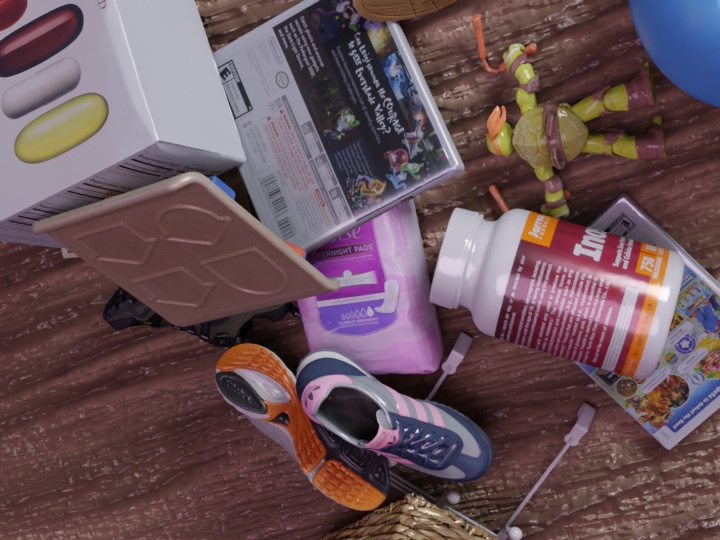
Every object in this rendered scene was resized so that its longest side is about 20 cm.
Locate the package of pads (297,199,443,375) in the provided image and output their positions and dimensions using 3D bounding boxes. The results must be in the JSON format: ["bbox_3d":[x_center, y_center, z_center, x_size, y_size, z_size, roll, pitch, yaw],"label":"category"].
[{"bbox_3d":[0.000,0.000,1.298,0.120,0.076,0.201,-8,106,17],"label":"package of pads"}]

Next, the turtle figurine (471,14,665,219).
[{"bbox_3d":[0.171,-0.129,1.218,0.160,0.064,0.201,-10,106,16],"label":"turtle figurine"}]

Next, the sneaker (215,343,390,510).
[{"bbox_3d":[-0.049,0.148,1.354,0.200,0.092,0.076,44,81,9],"label":"sneaker"}]

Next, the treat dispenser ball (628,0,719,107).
[{"bbox_3d":[0.302,-0.219,1.080,0.200,0.201,0.202,4,110,12],"label":"treat dispenser ball"}]

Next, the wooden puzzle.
[{"bbox_3d":[-0.142,-0.022,1.195,0.185,0.047,0.200,-13,146,36],"label":"wooden puzzle"}]

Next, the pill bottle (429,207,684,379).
[{"bbox_3d":[0.165,0.013,1.224,0.199,0.113,0.114,16,112,7],"label":"pill bottle"}]

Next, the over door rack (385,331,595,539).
[{"bbox_3d":[0.103,0.179,1.342,0.147,0.067,0.201,30,113,1],"label":"over door rack"}]

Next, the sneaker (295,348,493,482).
[{"bbox_3d":[0.031,0.144,1.264,0.199,0.082,0.070,26,107,-11],"label":"sneaker"}]

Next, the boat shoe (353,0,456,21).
[{"bbox_3d":[0.079,-0.276,1.189,0.199,0.071,0.070,-26,62,9],"label":"boat shoe"}]

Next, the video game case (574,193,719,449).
[{"bbox_3d":[0.256,0.048,1.285,0.200,0.018,0.143,43,112,-3],"label":"video game case"}]

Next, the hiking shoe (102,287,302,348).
[{"bbox_3d":[-0.152,0.040,1.347,0.199,0.076,0.101,-14,118,30],"label":"hiking shoe"}]

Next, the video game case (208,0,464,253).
[{"bbox_3d":[-0.029,-0.133,1.237,0.181,0.023,0.201,-27,76,15],"label":"video game case"}]

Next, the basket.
[{"bbox_3d":[0.036,0.319,1.320,0.142,0.150,0.200,30,144,-18],"label":"basket"}]

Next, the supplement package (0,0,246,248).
[{"bbox_3d":[-0.239,-0.147,1.231,0.199,0.147,0.192,-24,78,22],"label":"supplement package"}]

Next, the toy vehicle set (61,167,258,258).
[{"bbox_3d":[-0.198,-0.082,1.343,0.199,0.027,0.125,-5,108,15],"label":"toy vehicle set"}]
